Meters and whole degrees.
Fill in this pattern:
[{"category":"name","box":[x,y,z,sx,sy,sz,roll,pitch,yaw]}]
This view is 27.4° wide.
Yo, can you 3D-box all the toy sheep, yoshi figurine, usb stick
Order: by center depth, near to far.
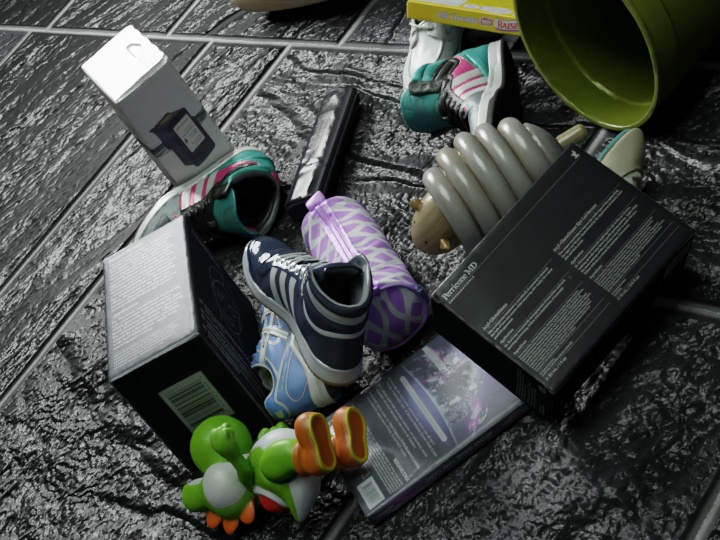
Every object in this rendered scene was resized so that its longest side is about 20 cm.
[{"category":"yoshi figurine","box":[-0.094,0.165,1.375,0.199,0.113,0.112,-24,27,35]},{"category":"toy sheep","box":[0.134,-0.082,1.436,0.199,0.138,0.138,-37,36,2]},{"category":"usb stick","box":[-0.043,-0.139,1.732,0.055,0.033,0.201,-17,40,34]}]

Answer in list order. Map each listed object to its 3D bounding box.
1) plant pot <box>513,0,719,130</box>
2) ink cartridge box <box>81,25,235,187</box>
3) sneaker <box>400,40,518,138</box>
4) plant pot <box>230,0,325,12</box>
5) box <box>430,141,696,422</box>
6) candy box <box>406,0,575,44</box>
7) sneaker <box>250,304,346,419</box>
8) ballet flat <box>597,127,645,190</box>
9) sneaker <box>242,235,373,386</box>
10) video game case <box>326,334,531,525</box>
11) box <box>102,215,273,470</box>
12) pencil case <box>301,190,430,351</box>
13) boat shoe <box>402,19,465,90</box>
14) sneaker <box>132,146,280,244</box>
[{"category":"plant pot","box":[0.292,-0.278,1.505,0.192,0.202,0.200,-36,34,-21]},{"category":"ink cartridge box","box":[-0.233,-0.180,1.785,0.084,0.201,0.145,-40,36,-6]},{"category":"sneaker","box":[0.102,-0.171,1.591,0.120,0.084,0.201,-14,34,19]},{"category":"plant pot","box":[-0.096,-0.431,1.994,0.199,0.187,0.188,-21,37,42]},{"category":"box","box":[0.177,0.008,1.306,0.141,0.079,0.200,39,73,18]},{"category":"candy box","box":[0.161,-0.290,1.659,0.198,0.027,0.102,14,27,26]},{"category":"sneaker","box":[-0.079,0.071,1.492,0.077,0.076,0.201,-28,36,3]},{"category":"ballet flat","box":[0.223,-0.049,1.404,0.200,0.070,0.069,-47,38,-11]},{"category":"sneaker","box":[-0.049,0.005,1.417,0.069,0.109,0.200,-14,46,-27]},{"category":"video game case","box":[0.063,0.129,1.365,0.199,0.019,0.143,-36,37,-1]},{"category":"box","box":[-0.179,0.071,1.512,0.106,0.149,0.201,-28,37,10]},{"category":"pencil case","box":[0.000,0.000,1.500,0.084,0.085,0.200,-45,34,8]},{"category":"boat shoe","box":[0.083,-0.285,1.760,0.073,0.067,0.201,-11,43,30]},{"category":"sneaker","box":[-0.168,-0.059,1.708,0.200,0.084,0.121,-41,27,-9]}]
